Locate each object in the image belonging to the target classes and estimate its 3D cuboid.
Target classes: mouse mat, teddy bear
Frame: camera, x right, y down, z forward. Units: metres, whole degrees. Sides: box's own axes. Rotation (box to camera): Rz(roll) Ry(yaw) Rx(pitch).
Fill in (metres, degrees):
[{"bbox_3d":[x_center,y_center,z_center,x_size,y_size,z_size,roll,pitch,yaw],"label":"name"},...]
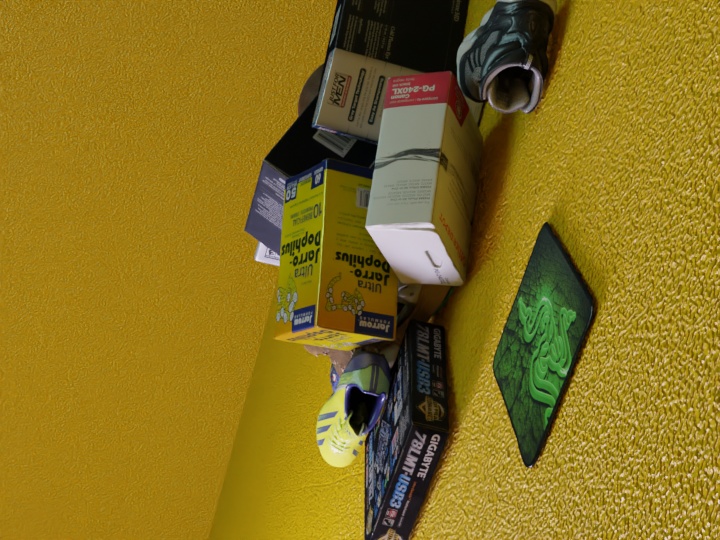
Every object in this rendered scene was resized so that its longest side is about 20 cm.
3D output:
[{"bbox_3d":[0.156,0.060,1.035,0.200,0.008,0.161,-101,26,-67],"label":"mouse mat"},{"bbox_3d":[0.003,0.095,1.495,0.200,0.067,0.145,11,130,54],"label":"teddy bear"}]

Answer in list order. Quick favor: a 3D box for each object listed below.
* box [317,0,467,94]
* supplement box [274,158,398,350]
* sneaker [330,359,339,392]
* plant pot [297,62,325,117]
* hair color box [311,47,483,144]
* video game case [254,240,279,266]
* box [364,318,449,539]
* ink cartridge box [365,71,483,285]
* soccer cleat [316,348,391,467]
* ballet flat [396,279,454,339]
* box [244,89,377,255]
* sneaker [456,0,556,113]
[{"bbox_3d":[0.048,-0.330,1.718,0.104,0.181,0.201,125,157,-67],"label":"box"},{"bbox_3d":[-0.026,-0.015,1.387,0.109,0.109,0.201,-19,64,57],"label":"supplement box"},{"bbox_3d":[-0.009,0.155,1.736,0.200,0.075,0.079,122,153,-86],"label":"sneaker"},{"bbox_3d":[0.011,-0.226,1.879,0.200,0.186,0.187,-118,41,-56],"label":"plant pot"},{"bbox_3d":[0.047,-0.204,1.474,0.061,0.199,0.100,-152,76,-81],"label":"hair color box"},{"bbox_3d":[-0.054,-0.075,1.895,0.022,0.199,0.183,-98,23,-60],"label":"video game case"},{"bbox_3d":[0.050,0.191,1.345,0.200,0.049,0.199,-88,12,-59],"label":"box"},{"bbox_3d":[0.076,-0.101,1.337,0.145,0.083,0.201,54,-140,-56],"label":"ink cartridge box"},{"bbox_3d":[-0.013,0.182,1.418,0.084,0.064,0.201,-87,13,-48],"label":"soccer cleat"},{"bbox_3d":[0.065,0.036,1.443,0.200,0.063,0.069,117,164,-54],"label":"ballet flat"},{"bbox_3d":[-0.046,-0.135,1.598,0.200,0.124,0.197,-54,-6,-29],"label":"box"},{"bbox_3d":[0.148,-0.211,1.265,0.200,0.075,0.114,123,159,-63],"label":"sneaker"}]
